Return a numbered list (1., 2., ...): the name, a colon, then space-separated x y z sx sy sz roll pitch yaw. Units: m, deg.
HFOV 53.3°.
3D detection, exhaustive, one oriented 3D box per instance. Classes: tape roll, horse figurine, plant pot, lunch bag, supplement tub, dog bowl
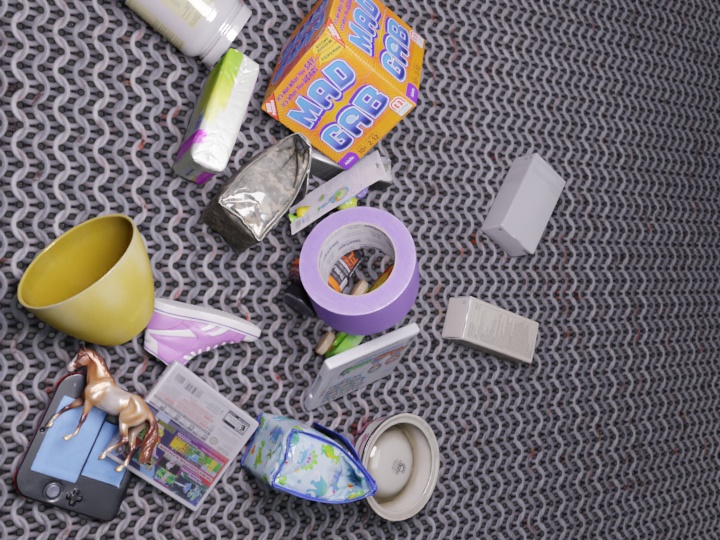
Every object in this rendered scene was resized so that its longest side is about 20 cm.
1. tape roll: 0.000 0.000 1.210 0.196 0.085 0.203 -4 63 8
2. horse figurine: -0.390 0.224 1.118 0.198 0.050 0.134 31 69 1
3. plant pot: -0.401 0.033 1.113 0.200 0.198 0.143 -45 132 -23
4. lunch bag: -0.085 0.338 1.267 0.198 0.169 0.129 29 77 -24
5. supplement tub: -0.062 -0.014 1.335 0.107 0.106 0.202 40 69 -21
6. supplement tub: -0.296 -0.457 1.206 0.199 0.144 0.146 38 70 -22
7. lunch bag: -0.167 -0.142 1.250 0.117 0.163 0.201 42 69 -14
8. dog bowl: 0.059 0.374 1.389 0.197 0.073 0.204 3 86 -37

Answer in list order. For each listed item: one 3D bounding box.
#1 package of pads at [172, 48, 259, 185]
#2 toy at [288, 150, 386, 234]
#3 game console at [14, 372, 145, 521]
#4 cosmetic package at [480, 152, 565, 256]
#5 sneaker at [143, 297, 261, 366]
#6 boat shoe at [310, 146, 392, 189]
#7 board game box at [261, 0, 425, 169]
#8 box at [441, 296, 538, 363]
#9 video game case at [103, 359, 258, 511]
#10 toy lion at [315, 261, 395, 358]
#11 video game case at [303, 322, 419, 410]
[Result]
1. package of pads: -0.246 -0.254 1.219 0.067 0.154 0.203 22 78 -23
2. toy: -0.038 -0.131 1.305 0.198 0.116 0.048 -28 122 9
3. game console: -0.435 0.282 1.152 0.175 0.031 0.203 28 74 -25
4. cosmetic package: 0.364 -0.145 1.599 0.112 0.081 0.202 38 71 -22
5. sneaker: -0.275 0.123 1.237 0.197 0.072 0.116 14 91 -25
6. boat shoe: -0.023 -0.208 1.391 0.199 0.074 0.066 9 74 -30
7. board game box: -0.026 -0.353 1.283 0.198 0.199 0.202 32 44 -23
8. box: 0.279 0.128 1.535 0.198 0.077 0.097 22 77 -26
9. video game case: -0.296 0.280 1.208 0.200 0.023 0.183 44 75 -29
10. toy lion: 0.011 0.077 1.318 0.068 0.192 0.201 36 71 -7
11. video game case: 0.001 0.180 1.327 0.198 0.183 0.024 -20 64 -29
